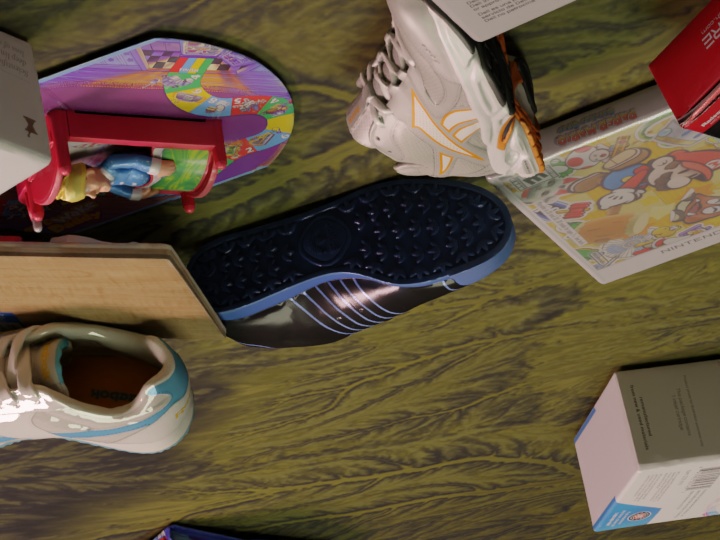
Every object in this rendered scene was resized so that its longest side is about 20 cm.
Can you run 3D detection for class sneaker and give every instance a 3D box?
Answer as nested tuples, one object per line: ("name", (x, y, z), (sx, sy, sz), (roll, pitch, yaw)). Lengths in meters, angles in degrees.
("sneaker", (0.030, -0.091, 1.002), (0.092, 0.076, 0.200), (-12, 155, 12))
("sneaker", (-0.198, 0.063, 1.171), (0.200, 0.077, 0.081), (-2, 154, -2))
("sneaker", (0.000, 0.000, 1.188), (0.200, 0.070, 0.078), (-10, 155, 17))

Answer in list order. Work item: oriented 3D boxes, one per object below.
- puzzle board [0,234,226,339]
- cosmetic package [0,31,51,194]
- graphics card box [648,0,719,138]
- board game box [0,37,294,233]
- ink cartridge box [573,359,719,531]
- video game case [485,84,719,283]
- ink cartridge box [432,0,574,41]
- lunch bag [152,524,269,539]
("puzzle board", (-0.186, 0.008, 1.129), (0.200, 0.017, 0.151), (2, 162, 9))
("cosmetic package", (-0.253, -0.051, 0.961), (0.200, 0.074, 0.102), (-28, 151, 28))
("graphics card box", (0.260, -0.111, 1.054), (0.200, 0.051, 0.125), (12, 133, -39))
("board game box", (-0.129, -0.050, 1.052), (0.200, 0.039, 0.158), (-18, 155, 14))
("ink cartridge box", (0.282, 0.130, 1.568), (0.200, 0.085, 0.145), (-5, 155, -11))
("video game case", (0.190, -0.058, 1.197), (0.182, 0.023, 0.200), (-21, 154, 19))
("ink cartridge box", (0.059, -0.186, 0.787), (0.146, 0.084, 0.200), (-21, 154, 20))
("lunch bag", (-0.122, 0.287, 1.731), (0.151, 0.094, 0.200), (-38, 152, 33))
